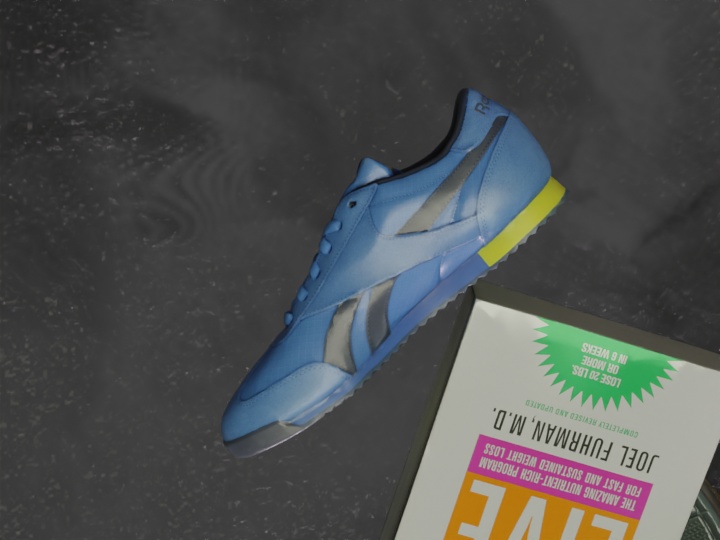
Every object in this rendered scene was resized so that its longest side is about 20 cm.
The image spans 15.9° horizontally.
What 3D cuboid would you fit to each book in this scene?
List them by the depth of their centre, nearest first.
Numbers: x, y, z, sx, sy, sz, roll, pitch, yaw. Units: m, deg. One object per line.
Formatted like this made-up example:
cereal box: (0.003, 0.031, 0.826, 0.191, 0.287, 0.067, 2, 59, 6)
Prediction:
book: (0.084, 0.117, 1.221, 0.133, 0.048, 0.201, 16, 106, -6)

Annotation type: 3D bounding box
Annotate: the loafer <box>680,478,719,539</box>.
loafer: (0.171, 0.166, 1.277, 0.072, 0.063, 0.201, -24, 99, 24)

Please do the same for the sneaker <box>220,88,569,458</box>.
sneaker: (0.000, 0.000, 1.183, 0.200, 0.066, 0.078, -43, 99, 2)
